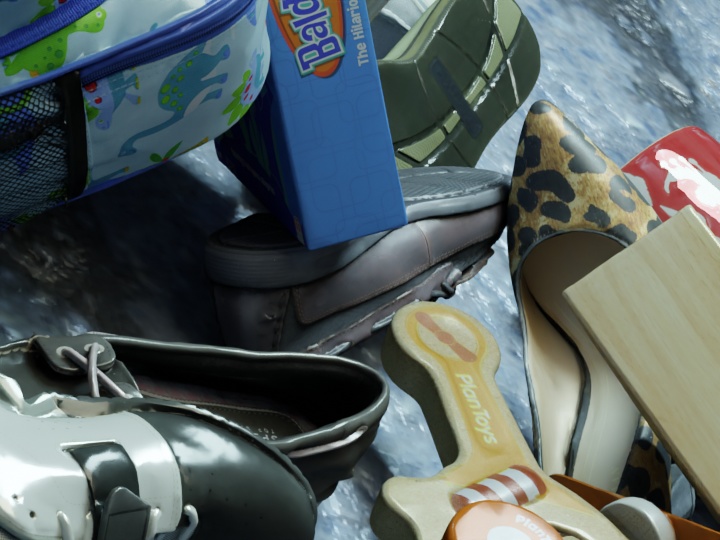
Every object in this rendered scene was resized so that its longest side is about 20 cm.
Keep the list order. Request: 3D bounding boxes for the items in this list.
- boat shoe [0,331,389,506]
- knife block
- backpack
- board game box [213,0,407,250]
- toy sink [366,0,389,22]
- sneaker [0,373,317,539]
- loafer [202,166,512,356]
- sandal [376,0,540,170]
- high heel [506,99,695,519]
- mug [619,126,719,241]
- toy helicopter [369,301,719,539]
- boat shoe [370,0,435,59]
[{"bbox_3d":[-0.070,0.046,1.022,0.200,0.057,0.067,10,40,-47],"label":"boat shoe"},{"bbox_3d":[0.168,0.085,1.077,0.200,0.064,0.176,55,0,-14],"label":"knife block"},{"bbox_3d":[-0.131,-0.110,0.990,0.200,0.147,0.183,-20,57,-20],"label":"backpack"},{"bbox_3d":[-0.039,-0.124,1.122,0.045,0.200,0.152,-15,18,-12],"label":"board game box"},{"bbox_3d":[-0.042,-0.220,1.248,0.200,0.130,0.112,31,36,-18],"label":"toy sink"},{"bbox_3d":[-0.103,0.082,0.915,0.200,0.074,0.089,16,35,-24],"label":"sneaker"},{"bbox_3d":[0.000,0.000,1.183,0.072,0.063,0.200,6,14,31],"label":"loafer"},{"bbox_3d":[0.017,-0.067,1.305,0.201,0.057,0.080,-41,108,-49],"label":"sandal"},{"bbox_3d":[0.089,0.033,1.169,0.143,0.071,0.200,-31,106,-67],"label":"high heel"},{"bbox_3d":[0.201,0.025,1.305,0.200,0.178,0.133,45,-8,18],"label":"mug"},{"bbox_3d":[0.062,0.083,1.081,0.132,0.079,0.200,3,40,-23],"label":"toy helicopter"},{"bbox_3d":[-0.047,-0.127,1.321,0.201,0.070,0.072,25,47,-29],"label":"boat shoe"}]
